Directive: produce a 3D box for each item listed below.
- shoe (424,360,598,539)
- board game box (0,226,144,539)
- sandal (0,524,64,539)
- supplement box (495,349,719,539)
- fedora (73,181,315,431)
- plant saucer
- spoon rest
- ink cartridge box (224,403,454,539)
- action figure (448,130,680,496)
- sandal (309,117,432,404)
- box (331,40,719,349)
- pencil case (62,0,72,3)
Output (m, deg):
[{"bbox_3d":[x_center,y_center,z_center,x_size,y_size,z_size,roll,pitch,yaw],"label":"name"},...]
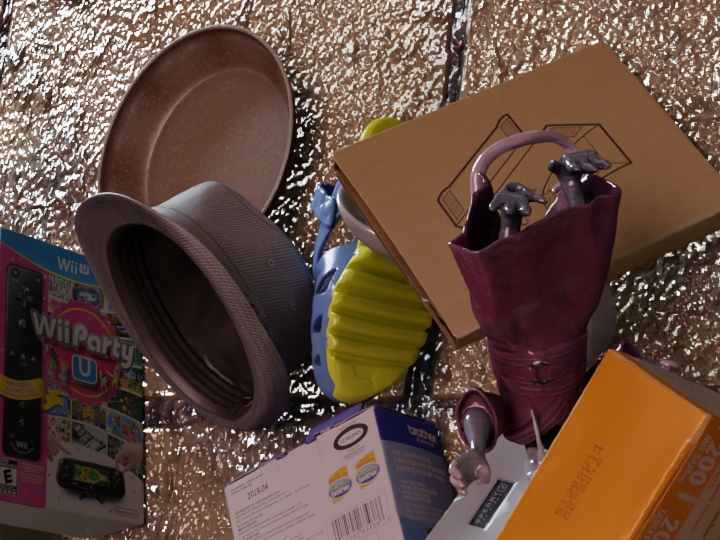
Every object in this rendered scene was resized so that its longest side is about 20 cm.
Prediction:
[{"bbox_3d":[0.109,0.152,1.127,0.071,0.091,0.200,13,54,44],"label":"shoe"},{"bbox_3d":[-0.233,0.085,1.379,0.064,0.147,0.201,-19,65,35],"label":"board game box"},{"bbox_3d":[-0.245,0.274,1.390,0.070,0.077,0.212,-55,40,38],"label":"sandal"},{"bbox_3d":[0.173,0.130,0.989,0.073,0.200,0.126,35,99,39],"label":"supplement box"},{"bbox_3d":[-0.098,0.010,1.291,0.200,0.090,0.177,56,149,-7],"label":"fedora"},{"bbox_3d":[-0.117,-0.086,1.415,0.200,0.037,0.201,-15,66,37],"label":"plant saucer"},{"bbox_3d":[0.075,-0.017,1.176,0.200,0.099,0.061,31,128,22],"label":"spoon rest"},{"bbox_3d":[-0.006,0.179,1.206,0.136,0.076,0.201,-30,59,28],"label":"ink cartridge box"},{"bbox_3d":[0.091,0.040,1.041,0.149,0.134,0.201,-127,29,-62],"label":"action figure"},{"bbox_3d":[0.000,0.000,1.259,0.087,0.079,0.201,-27,45,48],"label":"sandal"},{"bbox_3d":[0.106,-0.051,1.147,0.199,0.021,0.164,-23,53,-14],"label":"box"},{"bbox_3d":[-0.239,-0.328,1.560,0.091,0.094,0.200,30,96,42],"label":"pencil case"}]
